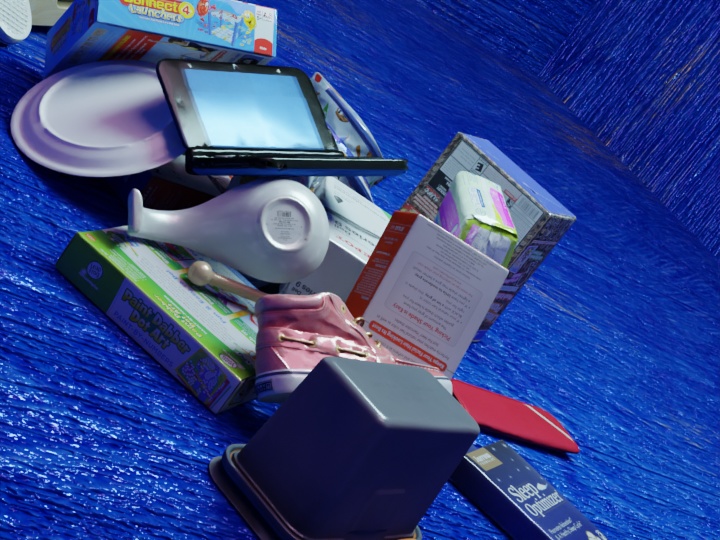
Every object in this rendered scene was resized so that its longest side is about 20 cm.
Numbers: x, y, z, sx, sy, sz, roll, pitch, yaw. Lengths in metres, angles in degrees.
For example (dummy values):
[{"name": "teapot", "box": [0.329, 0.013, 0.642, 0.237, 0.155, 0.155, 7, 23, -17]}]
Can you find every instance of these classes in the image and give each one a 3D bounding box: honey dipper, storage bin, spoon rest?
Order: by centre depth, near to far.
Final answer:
[{"name": "storage bin", "box": [0.005, 0.153, 1.289, 0.146, 0.134, 0.200, 47, 20, 29]}, {"name": "spoon rest", "box": [-0.121, -0.042, 1.460, 0.199, 0.100, 0.061, 6, -11, -25]}, {"name": "honey dipper", "box": [-0.074, 0.035, 1.484, 0.200, 0.038, 0.038, 22, 22, -32]}]

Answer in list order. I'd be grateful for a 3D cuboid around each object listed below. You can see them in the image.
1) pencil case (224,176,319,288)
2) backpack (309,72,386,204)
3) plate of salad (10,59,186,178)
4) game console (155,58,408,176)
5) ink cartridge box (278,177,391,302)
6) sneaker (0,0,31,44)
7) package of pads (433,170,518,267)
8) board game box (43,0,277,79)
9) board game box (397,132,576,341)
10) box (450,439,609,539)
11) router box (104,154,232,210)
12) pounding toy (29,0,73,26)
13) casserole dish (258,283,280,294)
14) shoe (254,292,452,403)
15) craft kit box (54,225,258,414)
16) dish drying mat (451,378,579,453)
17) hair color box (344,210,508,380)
[{"name": "pencil case", "box": [-0.097, -0.073, 1.653, 0.200, 0.083, 0.091, -68, 149, -45]}, {"name": "backpack", "box": [-0.053, -0.119, 1.858, 0.191, 0.154, 0.200, 61, 5, 21]}, {"name": "plate of salad", "box": [-0.249, -0.148, 1.605, 0.199, 0.048, 0.200, 0, 42, 0]}, {"name": "game console", "box": [-0.076, -0.151, 1.574, 0.200, 0.119, 0.170, -4, 4, -42]}, {"name": "ink cartridge box", "box": [0.000, 0.000, 1.646, 0.146, 0.084, 0.200, 33, 18, -12]}, {"name": "sneaker", "box": [-0.440, -0.334, 1.809, 0.078, 0.079, 0.200, -6, 71, -59]}, {"name": "package of pads", "box": [0.100, 0.009, 1.755, 0.068, 0.200, 0.155, 20, 20, -10]}, {"name": "board game box", "box": [-0.217, -0.241, 1.710, 0.195, 0.056, 0.200, 8, -15, -25]}, {"name": "board game box", "box": [0.133, -0.039, 1.953, 0.159, 0.200, 0.097, 45, 17, 22]}, {"name": "box", "box": [0.161, 0.230, 1.588, 0.200, 0.032, 0.121, 41, 17, 17]}, {"name": "router box", "box": [-0.213, -0.118, 1.721, 0.179, 0.049, 0.200, 18, 26, -49]}, {"name": "pounding toy", "box": [-0.366, -0.355, 1.945, 0.184, 0.142, 0.200, 45, 29, 25]}, {"name": "casserole dish", "box": [-0.027, 0.062, 1.642, 0.121, 0.039, 0.200, 18, 26, -47]}, {"name": "shoe", "box": [-0.005, 0.070, 1.401, 0.200, 0.071, 0.091, 6, 73, -34]}, {"name": "craft kit box", "box": [-0.149, 0.035, 1.452, 0.200, 0.049, 0.197, 41, 14, 13]}, {"name": "dish drying mat", "box": [0.166, 0.163, 1.798, 0.200, 0.018, 0.077, 22, 23, -43]}, {"name": "hair color box", "box": [0.038, 0.058, 1.487, 0.111, 0.200, 0.064, 31, -7, -21]}]
